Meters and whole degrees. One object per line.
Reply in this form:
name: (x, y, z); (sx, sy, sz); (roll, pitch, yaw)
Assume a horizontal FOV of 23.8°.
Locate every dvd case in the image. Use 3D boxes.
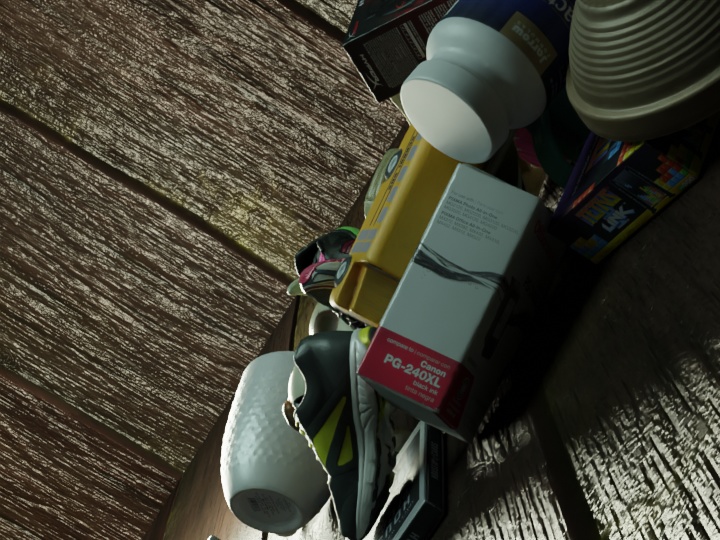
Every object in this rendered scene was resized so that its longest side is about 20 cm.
dvd case: (0.028, 0.228, 1.539); (0.151, 0.025, 0.200); (-57, 6, 15)

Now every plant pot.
plant pot: (0.230, -0.201, 1.304); (0.201, 0.093, 0.201); (-30, 32, 22)

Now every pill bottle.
pill bottle: (0.127, -0.190, 1.420); (0.200, 0.116, 0.116); (-51, 3, -23)

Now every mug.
mug: (0.213, -0.176, 1.590); (0.152, 0.114, 0.185); (-55, 7, 24)
mug: (-0.085, 0.224, 1.978); (0.200, 0.147, 0.176); (84, -164, -46)

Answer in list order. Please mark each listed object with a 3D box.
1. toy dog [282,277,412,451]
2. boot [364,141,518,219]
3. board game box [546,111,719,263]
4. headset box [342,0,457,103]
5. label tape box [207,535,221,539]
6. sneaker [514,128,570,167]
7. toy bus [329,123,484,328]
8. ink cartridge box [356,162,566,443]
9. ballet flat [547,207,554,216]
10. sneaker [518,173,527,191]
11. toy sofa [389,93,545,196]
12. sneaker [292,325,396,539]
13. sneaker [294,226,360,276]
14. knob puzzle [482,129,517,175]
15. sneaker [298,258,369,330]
toy dog: (0.000, 0.089, 1.694); (0.139, 0.194, 0.200); (-41, 8, 30)
boot: (0.074, -0.034, 1.670); (0.155, 0.073, 0.201); (-6, 75, 42)
board game box: (0.242, -0.126, 1.405); (0.200, 0.057, 0.165); (-63, 9, -33)
headset box: (0.093, -0.268, 1.706); (0.200, 0.075, 0.149); (-24, 25, 22)
label tape box: (-0.110, 0.349, 1.500); (0.063, 0.144, 0.200); (-52, 10, 32)
sneaker: (0.203, -0.206, 1.748); (0.088, 0.081, 0.200); (-54, -23, -45)
toy bus: (0.046, -0.047, 1.503); (0.200, 0.065, 0.078); (-65, 15, -8)
ink cartridge box: (0.090, 0.029, 1.446); (0.200, 0.083, 0.145); (-63, -21, -8)
ballet flat: (0.126, 0.007, 1.566); (0.069, 0.069, 0.200); (-50, 11, 53)
sneaker: (0.135, -0.029, 1.715); (0.078, 0.079, 0.201); (-8, 67, 37)
toy sofa: (0.113, -0.150, 1.804); (0.097, 0.200, 0.083); (-13, 31, 26)
sneaker: (-0.017, 0.142, 1.510); (0.074, 0.084, 0.201); (-40, -48, -68)
sneaker: (0.000, 0.000, 1.648); (0.084, 0.077, 0.200); (-18, 9, -26)
knob puzzle: (0.111, -0.139, 1.597); (0.220, 0.030, 0.220); (-51, 26, 37)
sneaker: (0.028, 0.056, 1.577); (0.081, 0.200, 0.075); (-23, 37, 59)
